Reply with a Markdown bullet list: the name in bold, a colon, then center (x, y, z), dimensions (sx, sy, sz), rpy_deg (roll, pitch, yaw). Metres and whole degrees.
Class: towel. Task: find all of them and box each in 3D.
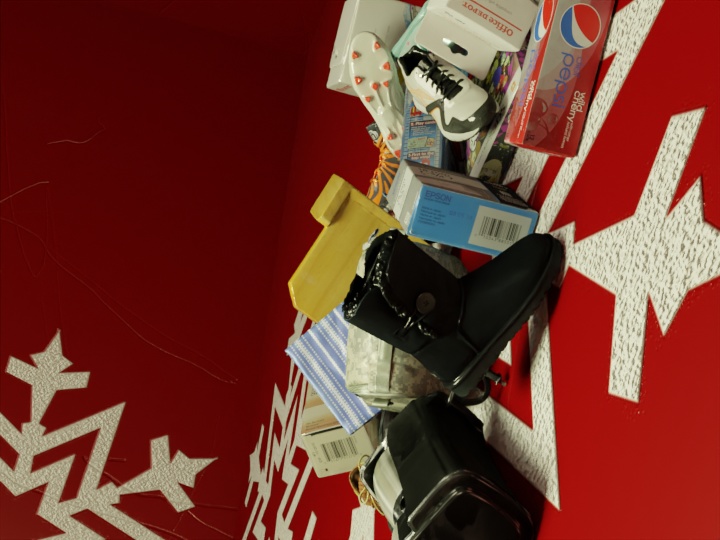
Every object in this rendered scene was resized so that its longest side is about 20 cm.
- **towel**: center (0.020, 0.095, 1.279), dimensions (0.199, 0.145, 0.024), rpy_deg (-39, -14, 0)

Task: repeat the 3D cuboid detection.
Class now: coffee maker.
- **coffee maker**: center (0.091, 0.211, 1.019), dimensions (0.200, 0.133, 0.195), rpy_deg (-123, 49, -74)

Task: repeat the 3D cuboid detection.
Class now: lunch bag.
- **lunch bag**: center (0.125, -0.349, 1.404), dimensions (0.160, 0.077, 0.200), rpy_deg (-40, 0, -14)
- **lunch bag**: center (0.053, 0.065, 1.179), dimensions (0.168, 0.137, 0.203), rpy_deg (37, -123, -70)

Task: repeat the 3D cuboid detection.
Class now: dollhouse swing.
- **dollhouse swing**: center (0.000, 0.000, 1.394), dimensions (0.177, 0.199, 0.182), rpy_deg (-54, 12, 2)

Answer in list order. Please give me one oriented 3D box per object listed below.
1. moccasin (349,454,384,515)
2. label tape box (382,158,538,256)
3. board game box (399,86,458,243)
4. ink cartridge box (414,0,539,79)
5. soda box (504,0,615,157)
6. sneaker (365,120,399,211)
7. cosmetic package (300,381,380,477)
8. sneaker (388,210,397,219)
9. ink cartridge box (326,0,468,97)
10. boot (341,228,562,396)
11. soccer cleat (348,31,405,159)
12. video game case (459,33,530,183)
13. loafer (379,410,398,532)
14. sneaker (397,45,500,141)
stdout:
- **moccasin**: center (0.026, 0.296, 1.384), dimensions (0.201, 0.077, 0.075), rpy_deg (178, 104, -78)
- **label tape box**: center (0.112, -0.083, 1.198), dimensions (0.200, 0.142, 0.064), rpy_deg (-112, 37, -70)
- **board game box**: center (0.102, -0.168, 1.402), dimensions (0.200, 0.061, 0.203), rpy_deg (53, -143, -66)
- **ink cartridge box**: center (0.161, -0.345, 1.211), dimensions (0.202, 0.115, 0.068), rpy_deg (-65, 20, 4)
- **soda box**: center (0.214, -0.225, 1.058), dimensions (0.070, 0.063, 0.203), rpy_deg (-134, 57, -77)
- **sneaker**: center (0.036, -0.172, 1.570), dimensions (0.201, 0.112, 0.077), rpy_deg (-51, 13, -9)
- **cosmetic package**: center (-0.027, 0.217, 1.553), dimensions (0.201, 0.102, 0.088), rpy_deg (-88, -21, -63)
- **sneaker**: center (0.076, -0.084, 1.591), dimensions (0.203, 0.066, 0.109), rpy_deg (-91, 23, -51)
- **ink cartridge box**: center (0.062, -0.339, 1.580), dimensions (0.147, 0.197, 0.147), rpy_deg (-148, 71, -77)
- **boot**: center (0.093, 0.007, 1.018), dimensions (0.201, 0.167, 0.076), rpy_deg (-54, 17, 0)
- **soccer cleat**: center (0.036, -0.258, 1.480), dimensions (0.078, 0.069, 0.202), rpy_deg (-78, -35, -70)
- **video game case**: center (0.177, -0.220, 1.303), dimensions (0.201, 0.035, 0.183), rpy_deg (-91, 18, -50)
- **loafer**: center (0.071, 0.238, 1.274), dimensions (0.072, 0.072, 0.202), rpy_deg (-52, 36, 46)
- **sneaker**: center (0.104, -0.227, 1.262), dimensions (0.074, 0.080, 0.200), rpy_deg (-41, 35, -4)
